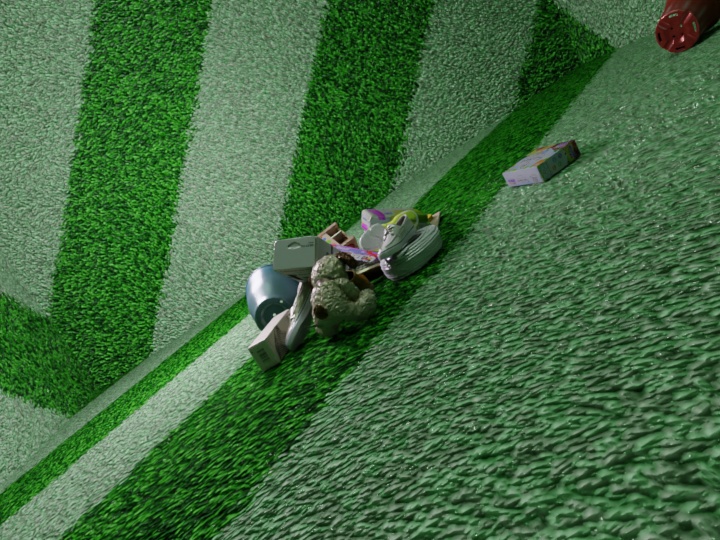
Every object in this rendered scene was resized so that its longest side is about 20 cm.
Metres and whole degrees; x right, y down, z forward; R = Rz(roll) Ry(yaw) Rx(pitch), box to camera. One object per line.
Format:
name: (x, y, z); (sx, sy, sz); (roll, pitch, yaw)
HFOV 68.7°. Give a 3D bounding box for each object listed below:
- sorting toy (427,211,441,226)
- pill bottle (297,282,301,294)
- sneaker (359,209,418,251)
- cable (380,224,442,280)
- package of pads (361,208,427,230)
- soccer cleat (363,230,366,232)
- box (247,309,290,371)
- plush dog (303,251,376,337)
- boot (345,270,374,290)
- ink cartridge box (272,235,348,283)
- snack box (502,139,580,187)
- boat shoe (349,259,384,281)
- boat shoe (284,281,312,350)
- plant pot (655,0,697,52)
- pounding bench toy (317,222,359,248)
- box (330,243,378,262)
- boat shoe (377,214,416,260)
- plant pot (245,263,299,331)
sorting toy: (0.188, -0.134, 1.798); (0.181, 0.037, 0.201); (-30, 11, 23)
pill bottle: (-0.138, 0.066, 1.682); (0.110, 0.113, 0.199); (-36, 11, -21)
sneaker: (0.086, -0.103, 1.577); (0.194, 0.078, 0.105); (-25, -14, -8)
cable: (0.144, -0.052, 1.485); (0.197, 0.071, 0.200); (-34, 9, -5)
package of pads: (0.106, -0.159, 1.712); (0.192, 0.071, 0.155); (-3, 14, -11)
soccer cleat: (0.080, -0.090, 1.737); (0.083, 0.071, 0.199); (5, 14, -31)
box: (-0.240, 0.196, 1.504); (0.067, 0.084, 0.201); (-28, 13, 21)
plush dog: (-0.075, 0.046, 1.302); (0.196, 0.178, 0.158); (-27, -31, 30)
boot: (-0.068, 0.053, 1.464); (0.196, 0.073, 0.143); (-22, -28, 25)
ink cartridge box: (-0.135, -0.022, 1.472); (0.139, 0.087, 0.199); (-5, -16, 25)
snack box: (0.519, -0.307, 1.528); (0.140, 0.054, 0.200); (-36, 11, -8)
boat shoe: (0.000, 0.000, 1.578); (0.194, 0.066, 0.074); (-22, -30, -8)
boat shoe: (-0.170, 0.126, 1.476); (0.060, 0.073, 0.205); (14, 61, 16)
plant pot: (1.167, -0.902, 1.892); (0.196, 0.203, 0.199); (-46, 16, -25)
pounding bench toy: (-0.069, -0.037, 1.938); (0.123, 0.204, 0.155); (-36, 43, -15)
box: (-0.047, -0.026, 1.725); (0.193, 0.040, 0.137); (12, 35, 23)
boat shoe: (0.093, -0.095, 1.444); (0.071, 0.067, 0.200); (-23, 14, 43)
plant pot: (-0.290, 0.109, 1.762); (0.196, 0.203, 0.189); (-31, 25, 3)
